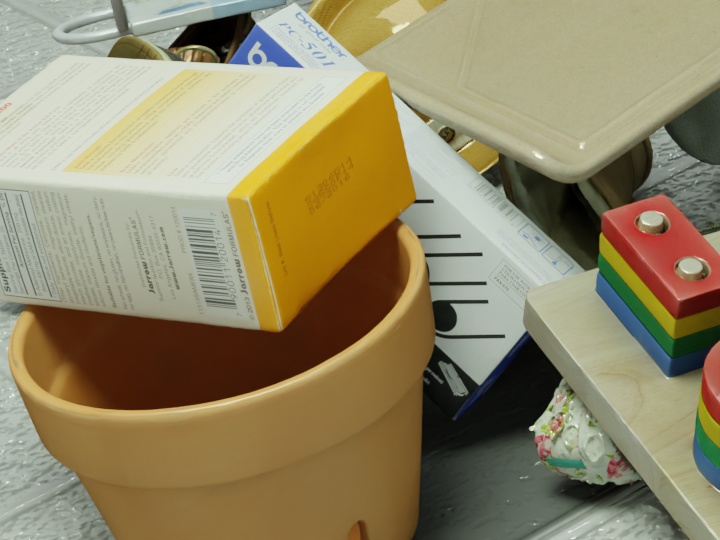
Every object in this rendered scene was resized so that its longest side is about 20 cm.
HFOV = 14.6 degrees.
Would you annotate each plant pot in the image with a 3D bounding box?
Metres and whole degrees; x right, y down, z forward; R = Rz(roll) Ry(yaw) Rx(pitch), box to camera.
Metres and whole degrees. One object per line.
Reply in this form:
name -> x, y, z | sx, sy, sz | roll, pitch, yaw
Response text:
plant pot -> -0.053, 0.072, 1.330 | 0.199, 0.141, 0.200 | -11, 28, 6

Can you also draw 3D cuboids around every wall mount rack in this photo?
wall mount rack -> -0.101, -0.190, 1.751 | 0.199, 0.075, 0.174 | -14, 18, -4

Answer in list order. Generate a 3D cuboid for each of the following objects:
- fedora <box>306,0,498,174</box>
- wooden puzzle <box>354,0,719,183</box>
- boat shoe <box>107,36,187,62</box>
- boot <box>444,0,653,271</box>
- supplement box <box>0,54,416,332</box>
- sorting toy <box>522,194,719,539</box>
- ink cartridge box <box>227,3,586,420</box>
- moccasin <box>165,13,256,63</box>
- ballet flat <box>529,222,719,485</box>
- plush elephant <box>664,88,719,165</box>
fedora -> 0.018, -0.128, 1.671 | 0.200, 0.082, 0.201 | -14, 49, 16
wooden puzzle -> 0.114, -0.112, 1.424 | 0.199, 0.037, 0.185 | -30, 36, -25
boat shoe -> -0.094, -0.077, 1.642 | 0.065, 0.074, 0.200 | 11, 22, -34
boot -> 0.098, -0.087, 1.499 | 0.066, 0.175, 0.200 | -39, 6, 18
supplement box -> -0.092, -0.039, 1.326 | 0.199, 0.074, 0.126 | 6, 33, 34
sorting toy -> 0.208, 0.029, 1.281 | 0.199, 0.070, 0.199 | -16, 43, -21
ink cartridge box -> 0.006, -0.029, 1.394 | 0.200, 0.094, 0.044 | 43, 32, 7
moccasin -> -0.112, -0.113, 1.770 | 0.073, 0.078, 0.201 | 2, 32, 28
ballet flat -> 0.138, 0.037, 1.384 | 0.064, 0.076, 0.200 | -14, 20, 36
plush elephant -> 0.241, -0.122, 1.515 | 0.164, 0.155, 0.200 | -29, 32, 16
